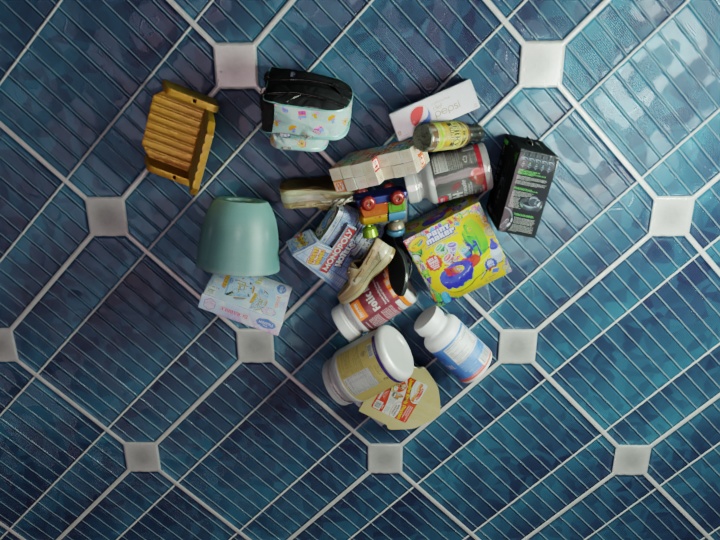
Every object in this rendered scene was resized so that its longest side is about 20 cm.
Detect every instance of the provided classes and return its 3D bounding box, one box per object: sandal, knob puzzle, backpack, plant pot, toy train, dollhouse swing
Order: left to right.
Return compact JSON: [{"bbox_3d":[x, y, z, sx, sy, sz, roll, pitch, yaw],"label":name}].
[{"bbox_3d":[-0.415,-0.293,1.575,0.179,0.176,0.202,19,112,-7],"label":"dollhouse swing"},{"bbox_3d":[-0.283,-0.087,1.649,0.197,0.201,0.164,6,101,-1],"label":"plant pot"},{"bbox_3d":[-0.114,-0.354,1.547,0.196,0.177,0.155,0,129,0],"label":"backpack"},{"bbox_3d":[0.012,-0.126,1.623,0.197,0.085,0.117,-12,114,-10],"label":"toy train"},{"bbox_3d":[0.095,-0.030,1.666,0.047,0.203,0.076,8,142,-24],"label":"sandal"},{"bbox_3d":[0.121,0.334,1.846,0.216,0.031,0.223,0,109,-1],"label":"knob puzzle"}]

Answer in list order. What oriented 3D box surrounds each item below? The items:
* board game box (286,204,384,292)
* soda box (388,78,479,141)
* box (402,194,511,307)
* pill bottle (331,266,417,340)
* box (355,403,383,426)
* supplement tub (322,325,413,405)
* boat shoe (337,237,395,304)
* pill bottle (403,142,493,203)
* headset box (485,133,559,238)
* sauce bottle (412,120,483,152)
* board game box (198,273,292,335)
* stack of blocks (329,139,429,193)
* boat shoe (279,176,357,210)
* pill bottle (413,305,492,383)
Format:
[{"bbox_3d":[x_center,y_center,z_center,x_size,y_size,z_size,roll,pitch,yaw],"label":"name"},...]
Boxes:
[{"bbox_3d":[-0.066,-0.059,1.678,0.198,0.062,0.201,22,113,-37],"label":"board game box"},{"bbox_3d":[0.166,-0.364,1.590,0.197,0.064,0.069,-22,102,9],"label":"soda box"},{"bbox_3d":[0.228,-0.054,1.684,0.198,0.122,0.194,-27,108,11],"label":"box"},{"bbox_3d":[0.032,0.081,1.745,0.199,0.114,0.115,-35,107,13],"label":"pill bottle"},{"bbox_3d":[0.040,0.300,1.873,0.156,0.041,0.200,-43,104,15],"label":"box"},{"bbox_3d":[0.017,0.240,1.741,0.199,0.146,0.146,-31,109,26],"label":"supplement tub"},{"bbox_3d":[0.000,0.000,1.671,0.064,0.072,0.200,35,118,-14],"label":"boat shoe"},{"bbox_3d":[0.201,-0.219,1.625,0.197,0.111,0.112,-13,111,7],"label":"pill bottle"},{"bbox_3d":[0.366,-0.203,1.593,0.091,0.175,0.203,11,113,-4],"label":"headset box"},{"bbox_3d":[0.201,-0.303,1.561,0.064,0.198,0.066,17,114,43],"label":"sauce bottle"},{"bbox_3d":[-0.274,0.064,1.700,0.197,0.201,0.042,21,113,-6],"label":"board game box"},{"bbox_3d":[0.043,-0.238,1.581,0.197,0.115,0.059,-7,114,29],"label":"stack of blocks"},{"bbox_3d":[-0.094,-0.181,1.674,0.196,0.075,0.067,1,127,0],"label":"boat shoe"},{"bbox_3d":[0.232,0.183,1.784,0.200,0.113,0.112,43,107,-13],"label":"pill bottle"}]
